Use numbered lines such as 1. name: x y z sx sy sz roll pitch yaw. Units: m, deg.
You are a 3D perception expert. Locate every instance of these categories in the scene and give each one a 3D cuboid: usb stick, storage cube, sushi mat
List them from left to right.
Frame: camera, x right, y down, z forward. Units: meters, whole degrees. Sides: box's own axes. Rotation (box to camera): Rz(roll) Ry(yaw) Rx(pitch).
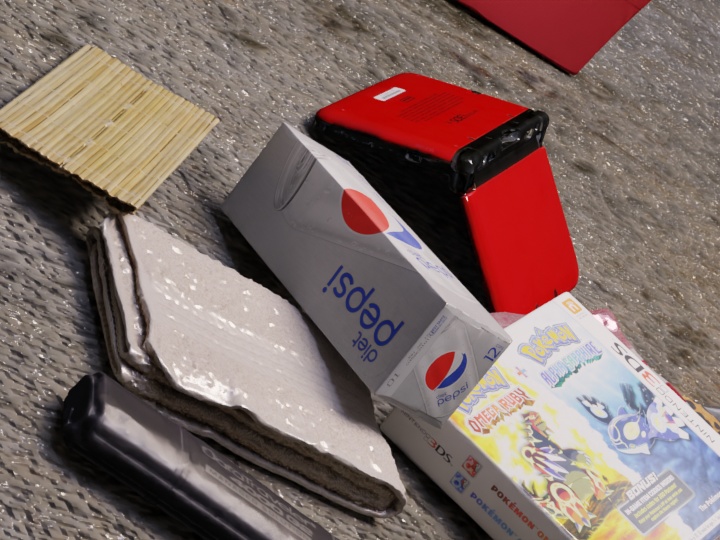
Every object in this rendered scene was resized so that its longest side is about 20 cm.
1. sushi mat: -0.144 -0.082 1.452 0.095 0.012 0.200 32 20 0
2. usb stick: -0.064 0.118 1.269 0.200 0.033 0.056 37 17 -21
3. storage cube: 0.157 -0.305 2.186 0.179 0.171 0.200 27 28 -41

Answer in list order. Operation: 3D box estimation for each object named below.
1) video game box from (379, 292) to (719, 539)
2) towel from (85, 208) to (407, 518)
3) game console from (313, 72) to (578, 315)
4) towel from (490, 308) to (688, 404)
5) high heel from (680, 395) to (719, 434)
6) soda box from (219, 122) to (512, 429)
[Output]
1. video game box: 0.133 0.112 1.533 0.182 0.047 0.200 42 33 14
2. towel: -0.061 0.049 1.388 0.200 0.034 0.133 29 29 -36
3. game console: 0.063 -0.050 1.792 0.172 0.119 0.200 18 17 15
4. towel: 0.167 0.096 1.652 0.144 0.023 0.200 -2 42 -45
5. high heel: 0.261 0.171 1.721 0.142 0.071 0.200 6 45 -45
6. soda box: 0.000 0.000 1.468 0.063 0.068 0.200 29 14 -43
